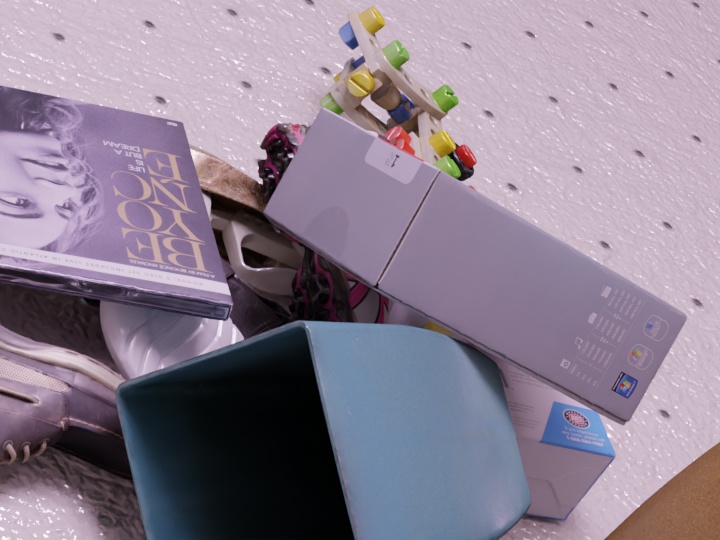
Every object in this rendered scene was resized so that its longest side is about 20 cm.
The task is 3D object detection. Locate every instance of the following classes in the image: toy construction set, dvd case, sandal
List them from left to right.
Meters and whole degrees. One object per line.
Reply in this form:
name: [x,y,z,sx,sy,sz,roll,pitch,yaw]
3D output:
dvd case: [-0.159,-0.045,1.399,0.148,0.016,0.200,11,31,-20]
sandal: [-0.084,0.081,1.400,0.203,0.050,0.083,46,48,-19]
toy construction set: [0.021,-0.086,1.701,0.131,0.092,0.200,47,33,-24]

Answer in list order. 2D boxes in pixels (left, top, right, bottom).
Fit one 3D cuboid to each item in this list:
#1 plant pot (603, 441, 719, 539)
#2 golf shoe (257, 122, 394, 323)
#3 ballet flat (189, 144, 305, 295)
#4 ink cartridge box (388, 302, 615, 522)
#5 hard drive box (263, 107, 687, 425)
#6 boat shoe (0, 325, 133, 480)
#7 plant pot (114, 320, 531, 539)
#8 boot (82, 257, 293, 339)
plant pot: [0.234,0.155,1.309,0.186,0.200,0.187,21,34,-15]
golf shoe: [0.000,0.000,1.519,0.092,0.073,0.201,-4,77,-28]
ballet flat: [-0.087,-0.029,1.555,0.200,0.071,0.065,20,42,-15]
ink cartridge box: [0.074,0.060,1.570,0.115,0.068,0.200,14,37,-28]
hard drive box: [0.066,-0.003,1.420,0.200,0.077,0.156,28,3,-32]
boat shoe: [-0.199,0.074,1.324,0.200,0.074,0.073,29,59,-20]
plant pot: [-0.005,0.107,1.337,0.200,0.141,0.142,-4,78,-53]
boot: [-0.147,0.011,1.447,0.174,0.069,0.200,51,46,9]
